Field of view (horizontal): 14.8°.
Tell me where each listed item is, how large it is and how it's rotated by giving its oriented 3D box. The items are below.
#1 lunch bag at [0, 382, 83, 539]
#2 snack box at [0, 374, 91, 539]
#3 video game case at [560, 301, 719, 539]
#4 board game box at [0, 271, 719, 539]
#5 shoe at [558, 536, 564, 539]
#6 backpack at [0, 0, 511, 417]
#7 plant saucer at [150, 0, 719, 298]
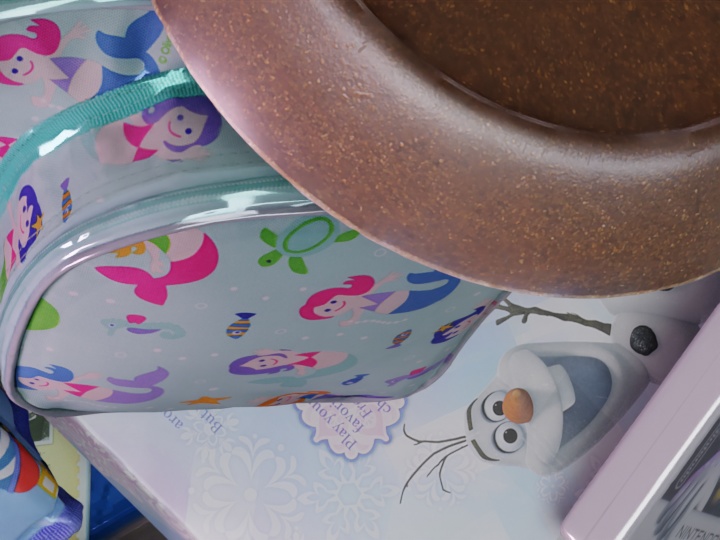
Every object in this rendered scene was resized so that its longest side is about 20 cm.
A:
[{"bbox_3d":[-0.205,0.074,0.767,0.200,0.094,0.151,-44,117,0],"label":"lunch bag"},{"bbox_3d":[-0.178,0.039,0.835,0.200,0.037,0.116,-3,101,-29],"label":"snack box"},{"bbox_3d":[0.154,0.017,0.894,0.023,0.182,0.200,37,95,22],"label":"video game case"},{"bbox_3d":[0.000,0.000,0.849,0.200,0.043,0.199,46,74,-7],"label":"board game box"},{"bbox_3d":[0.002,0.098,0.902,0.091,0.071,0.200,44,76,-11],"label":"shoe"},{"bbox_3d":[-0.046,-0.046,0.719,0.200,0.178,0.151,5,64,-18],"label":"backpack"},{"bbox_3d":[0.042,-0.092,0.654,0.200,0.034,0.201,9,66,-20],"label":"plant saucer"}]
